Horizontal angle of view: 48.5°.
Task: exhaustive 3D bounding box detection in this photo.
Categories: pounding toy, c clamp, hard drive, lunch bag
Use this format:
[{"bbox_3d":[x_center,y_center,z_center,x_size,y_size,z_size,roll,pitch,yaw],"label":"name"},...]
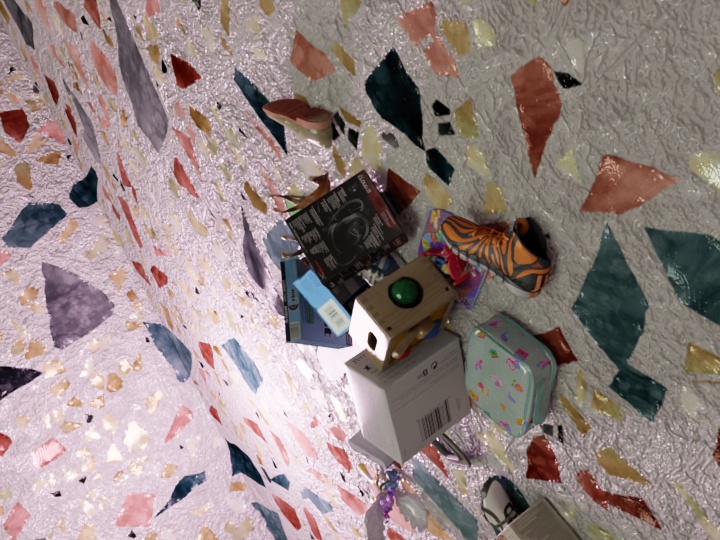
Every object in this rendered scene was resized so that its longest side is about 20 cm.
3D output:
[{"bbox_3d":[0.078,0.091,1.431,0.142,0.184,0.200,50,158,19],"label":"pounding toy"},{"bbox_3d":[0.163,0.366,1.737,0.171,0.027,0.200,51,165,-4],"label":"c clamp"},{"bbox_3d":[0.086,0.326,1.689,0.132,0.200,0.025,16,136,54],"label":"hard drive"},{"bbox_3d":[0.263,0.188,1.396,0.160,0.077,0.200,37,144,36],"label":"lunch bag"}]

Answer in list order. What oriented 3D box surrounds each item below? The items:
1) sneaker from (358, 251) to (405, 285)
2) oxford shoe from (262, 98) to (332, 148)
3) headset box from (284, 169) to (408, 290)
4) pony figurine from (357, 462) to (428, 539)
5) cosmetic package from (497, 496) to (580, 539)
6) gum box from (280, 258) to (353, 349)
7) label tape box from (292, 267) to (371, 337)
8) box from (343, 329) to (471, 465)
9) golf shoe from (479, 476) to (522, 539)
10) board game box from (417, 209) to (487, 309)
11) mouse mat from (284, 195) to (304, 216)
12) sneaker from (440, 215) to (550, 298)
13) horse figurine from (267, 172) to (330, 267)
[{"bbox_3d":[0.000,0.000,1.587,0.200,0.146,0.081,56,152,10],"label":"sneaker"},{"bbox_3d":[-0.130,-0.296,1.616,0.200,0.071,0.074,32,144,44],"label":"oxford shoe"},{"bbox_3d":[-0.017,-0.080,1.503,0.149,0.200,0.077,58,-177,15],"label":"headset box"},{"bbox_3d":[0.064,0.590,2.058,0.200,0.166,0.193,174,77,-77],"label":"pony figurine"},{"bbox_3d":[0.371,0.552,1.528,0.200,0.103,0.087,51,153,22],"label":"cosmetic package"},{"bbox_3d":[-0.090,0.075,1.696,0.044,0.200,0.170,-13,74,28],"label":"gum box"},{"bbox_3d":[-0.033,0.032,1.656,0.063,0.200,0.144,-39,91,31],"label":"label tape box"},{"bbox_3d":[0.097,0.234,1.584,0.131,0.199,0.200,25,138,47],"label":"box"},{"bbox_3d":[0.312,0.512,1.639,0.094,0.078,0.200,-9,111,43],"label":"golf shoe"},{"bbox_3d":[0.149,-0.012,1.437,0.158,0.039,0.200,47,149,24],"label":"board game box"},{"bbox_3d":[-0.104,-0.095,1.827,0.200,0.008,0.161,13,126,56],"label":"mouse mat"},{"bbox_3d":[0.220,-0.053,1.261,0.200,0.078,0.112,35,140,22],"label":"sneaker"},{"bbox_3d":[-0.109,-0.098,1.639,0.050,0.132,0.200,133,125,-63],"label":"horse figurine"}]
